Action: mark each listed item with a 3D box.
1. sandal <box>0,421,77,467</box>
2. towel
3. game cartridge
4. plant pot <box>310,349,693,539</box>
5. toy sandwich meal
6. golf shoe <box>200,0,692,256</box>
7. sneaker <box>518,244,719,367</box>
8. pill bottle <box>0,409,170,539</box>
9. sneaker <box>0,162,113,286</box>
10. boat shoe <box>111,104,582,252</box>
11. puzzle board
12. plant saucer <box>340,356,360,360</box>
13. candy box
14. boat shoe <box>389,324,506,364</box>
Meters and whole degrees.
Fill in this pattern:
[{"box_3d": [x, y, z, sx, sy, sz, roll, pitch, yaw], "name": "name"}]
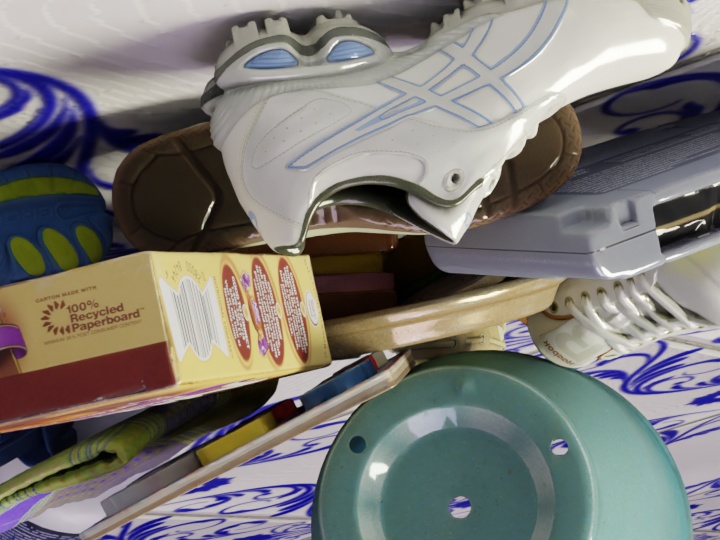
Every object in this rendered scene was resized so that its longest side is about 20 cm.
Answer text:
[{"box_3d": [-0.192, 0.070, 1.155, 0.200, 0.079, 0.087, -8, 125, -52], "name": "sandal"}, {"box_3d": [-0.126, 0.094, 1.125, 0.143, 0.023, 0.200, -28, 177, 19], "name": "towel"}, {"box_3d": [0.134, -0.036, 1.074, 0.200, 0.041, 0.133, -19, -164, -33], "name": "game cartridge"}, {"box_3d": [0.060, 0.128, 1.191, 0.200, 0.200, 0.188, -15, 166, 9], "name": "plant pot"}, {"box_3d": [0.000, 0.000, 1.148, 0.205, 0.070, 0.205, -11, -178, 0], "name": "toy sandwich meal"}, {"box_3d": [0.041, -0.057, 0.933, 0.200, 0.097, 0.078, -12, 164, -8], "name": "golf shoe"}, {"box_3d": [0.135, 0.019, 1.168, 0.085, 0.073, 0.200, -50, -167, -9], "name": "sneaker"}, {"box_3d": [-0.171, 0.101, 1.339, 0.111, 0.111, 0.200, -6, 165, -25], "name": "pill bottle"}, {"box_3d": [-0.203, 0.001, 0.997, 0.199, 0.071, 0.083, -8, 160, -30], "name": "sneaker"}, {"box_3d": [-0.007, -0.048, 1.014, 0.200, 0.072, 0.076, -6, 180, -4], "name": "boat shoe"}, {"box_3d": [-0.048, 0.075, 1.095, 0.151, 0.017, 0.200, -27, 178, 4], "name": "puzzle board"}, {"box_3d": [-0.073, 0.048, 1.315, 0.070, 0.019, 0.200, -3, 176, -33], "name": "plant saucer"}, {"box_3d": [-0.097, 0.030, 0.965, 0.116, 0.057, 0.200, -13, 178, 16], "name": "candy box"}, {"box_3d": [0.047, 0.039, 1.360, 0.073, 0.063, 0.201, -1, 166, 4], "name": "boat shoe"}]
